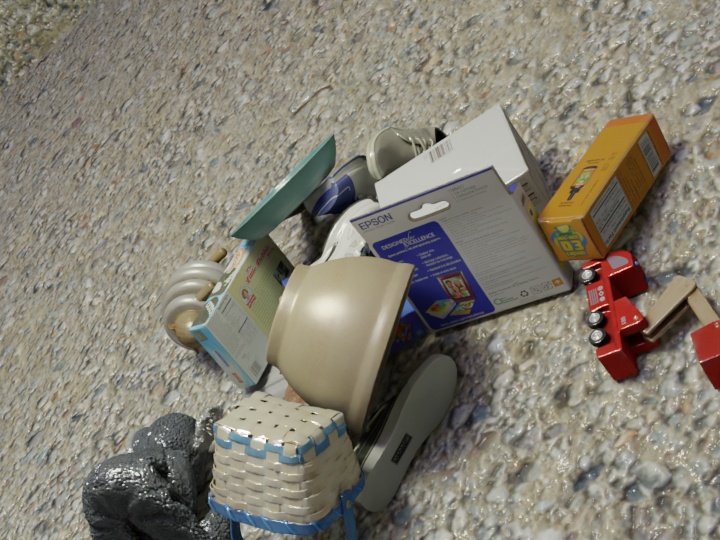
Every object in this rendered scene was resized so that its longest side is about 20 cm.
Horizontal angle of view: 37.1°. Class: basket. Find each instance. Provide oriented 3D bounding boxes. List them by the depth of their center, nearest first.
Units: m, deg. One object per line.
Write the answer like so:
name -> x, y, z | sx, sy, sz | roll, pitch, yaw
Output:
basket -> -0.077, 0.246, 1.179 | 0.174, 0.203, 0.139 | 10, 21, 30

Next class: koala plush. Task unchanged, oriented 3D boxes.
koala plush -> -0.252, 0.260, 1.382 | 0.176, 0.185, 0.201 | -21, 29, 27

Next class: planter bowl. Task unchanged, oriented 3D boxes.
planter bowl -> -0.029, 0.069, 1.237 | 0.133, 0.201, 0.202 | 19, 58, 4

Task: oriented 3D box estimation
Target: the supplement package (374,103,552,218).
supplement package -> 0.137, -0.085, 1.385 | 0.199, 0.111, 0.157 | -31, 38, 16

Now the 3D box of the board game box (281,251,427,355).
board game box -> -0.012, 0.048, 1.424 | 0.133, 0.045, 0.200 | -29, 37, -3

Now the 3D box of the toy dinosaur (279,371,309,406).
toy dinosaur -> -0.068, 0.170, 1.324 | 0.199, 0.085, 0.137 | 27, 87, 55

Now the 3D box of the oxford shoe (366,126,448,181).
oxford shoe -> 0.071, -0.166, 1.498 | 0.057, 0.076, 0.199 | -3, 8, 33

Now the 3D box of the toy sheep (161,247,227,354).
toy sheep -> -0.231, 0.044, 1.603 | 0.137, 0.139, 0.201 | -26, 24, 22

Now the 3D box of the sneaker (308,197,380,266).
sneaker -> 0.000, 0.000, 1.390 | 0.114, 0.076, 0.201 | 22, 66, 35

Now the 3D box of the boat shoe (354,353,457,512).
boat shoe -> 0.039, 0.179, 1.246 | 0.063, 0.071, 0.201 | 17, 68, 50

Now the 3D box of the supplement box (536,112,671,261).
supplement box -> 0.287, -0.098, 1.253 | 0.066, 0.069, 0.200 | -2, 37, 48

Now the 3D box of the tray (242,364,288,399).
tray -> -0.089, 0.120, 1.473 | 0.198, 0.022, 0.108 | -28, 37, 21

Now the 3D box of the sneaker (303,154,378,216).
sneaker -> 0.017, -0.098, 1.495 | 0.080, 0.116, 0.199 | -39, -5, 33

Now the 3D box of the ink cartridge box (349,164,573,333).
ink cartridge box -> 0.120, -0.029, 1.266 | 0.196, 0.201, 0.047 | -18, 32, 30

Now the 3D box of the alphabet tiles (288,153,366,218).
alphabet tiles -> -0.038, -0.133, 1.607 | 0.199, 0.008, 0.167 | -35, 1, 16

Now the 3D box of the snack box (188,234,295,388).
snack box -> -0.151, 0.050, 1.496 | 0.037, 0.117, 0.201 | -16, 33, 37

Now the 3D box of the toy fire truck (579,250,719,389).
toy fire truck -> 0.311, 0.047, 1.132 | 0.140, 0.049, 0.202 | -24, 39, 24

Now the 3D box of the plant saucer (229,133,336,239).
plant saucer -> -0.097, -0.106, 1.473 | 0.200, 0.036, 0.200 | -43, 8, 7
